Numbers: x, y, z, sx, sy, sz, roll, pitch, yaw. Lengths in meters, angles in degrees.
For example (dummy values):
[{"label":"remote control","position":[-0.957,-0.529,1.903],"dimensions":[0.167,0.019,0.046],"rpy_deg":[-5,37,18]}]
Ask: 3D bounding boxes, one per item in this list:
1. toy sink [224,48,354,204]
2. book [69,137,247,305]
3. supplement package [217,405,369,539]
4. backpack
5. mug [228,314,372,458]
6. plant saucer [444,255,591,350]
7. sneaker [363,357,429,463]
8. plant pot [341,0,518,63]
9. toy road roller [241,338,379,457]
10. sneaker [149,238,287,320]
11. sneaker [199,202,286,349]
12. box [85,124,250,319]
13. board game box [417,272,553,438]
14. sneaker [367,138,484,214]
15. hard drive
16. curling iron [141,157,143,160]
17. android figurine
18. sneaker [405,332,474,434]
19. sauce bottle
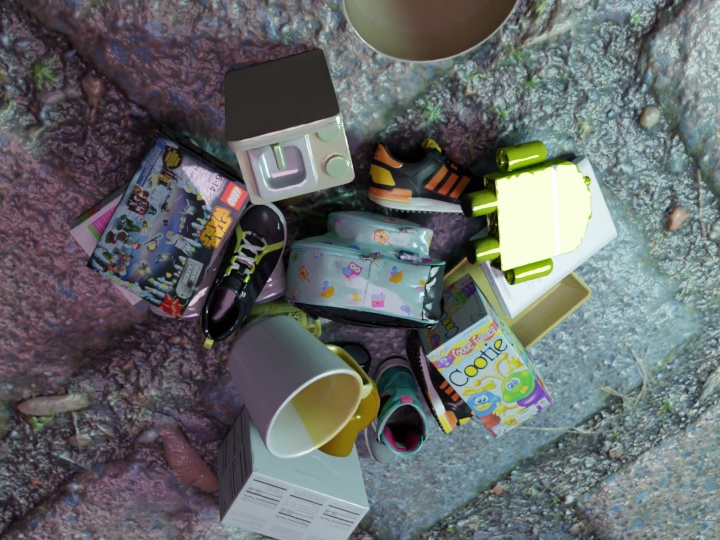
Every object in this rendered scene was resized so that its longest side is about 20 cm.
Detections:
[{"label":"toy sink","position":[-0.082,-0.158,1.058],"dimensions":[0.128,0.201,0.113],"rpy_deg":[-15,124,-1]},{"label":"book","position":[-0.260,-0.063,1.184],"dimensions":[0.198,0.048,0.134],"rpy_deg":[-32,120,10]},{"label":"supplement package","position":[-0.107,0.319,1.391],"dimensions":[0.198,0.156,0.112],"rpy_deg":[24,115,-23]},{"label":"backpack","position":[0.000,0.000,1.185],"dimensions":[0.196,0.176,0.156],"rpy_deg":[1,94,-10]},{"label":"mug","position":[-0.091,0.146,1.203],"dimensions":[0.149,0.153,0.187],"rpy_deg":[-44,145,0]},{"label":"plant saucer","position":[0.203,0.031,1.322],"dimensions":[0.200,0.049,0.199],"rpy_deg":[-42,121,17]},{"label":"sneaker","position":[0.055,0.250,1.395],"dimensions":[0.082,0.121,0.203],"rpy_deg":[-1,123,-9]},{"label":"plant pot","position":[0.069,-0.350,0.985],"dimensions":[0.197,0.136,0.202],"rpy_deg":[-6,143,-4]},{"label":"toy road roller","position":[-0.069,0.187,1.317],"dimensions":[0.197,0.147,0.124],"rpy_deg":[9,121,-15]},{"label":"sneaker","position":[-0.196,0.007,1.238],"dimensions":[0.197,0.075,0.101],"rpy_deg":[-15,101,3]},{"label":"sneaker","position":[-0.149,0.009,1.157],"dimensions":[0.071,0.083,0.202],"rpy_deg":[22,98,-7]},{"label":"box","position":[-0.233,-0.056,1.118],"dimensions":[0.136,0.040,0.201],"rpy_deg":[30,108,-10]},{"label":"board game box","position":[0.173,0.122,1.285],"dimensions":[0.102,0.105,0.200],"rpy_deg":[-33,123,12]},{"label":"sneaker","position":[0.107,-0.125,1.183],"dimensions":[0.197,0.070,0.092],"rpy_deg":[-1,108,-17]},{"label":"hard drive","position":[0.253,-0.046,1.241],"dimensions":[0.199,0.025,0.133],"rpy_deg":[-36,116,-13]},{"label":"curling iron","position":[-0.248,-0.048,1.154],"dimensions":[0.049,0.026,0.203],"rpy_deg":[-15,116,-15]},{"label":"android figurine","position":[0.222,-0.075,1.179],"dimensions":[0.197,0.041,0.185],"rpy_deg":[-17,110,-22]},{"label":"sneaker","position":[0.133,0.158,1.389],"dimensions":[0.089,0.070,0.202],"rpy_deg":[-26,126,-6]},{"label":"sauce bottle","position":[-0.079,0.064,1.285],"dimensions":[0.197,0.066,0.067],"rpy_deg":[-8,124,-4]}]
